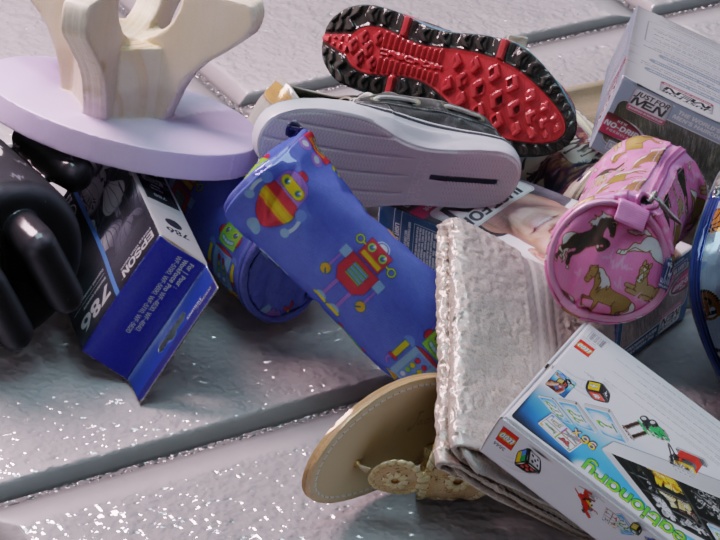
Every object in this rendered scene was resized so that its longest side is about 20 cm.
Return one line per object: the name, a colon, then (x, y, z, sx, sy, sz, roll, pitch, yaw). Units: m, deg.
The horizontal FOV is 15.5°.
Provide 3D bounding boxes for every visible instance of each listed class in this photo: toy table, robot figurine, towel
toy table: (-0.155, -0.148, 1.773, 0.199, 0.118, 0.184, 12, 24, 4)
robot figurine: (-0.264, -0.029, 1.749, 0.150, 0.125, 0.200, -1, 28, -38)
towel: (0.102, 0.064, 1.622, 0.132, 0.034, 0.200, 27, 42, -27)

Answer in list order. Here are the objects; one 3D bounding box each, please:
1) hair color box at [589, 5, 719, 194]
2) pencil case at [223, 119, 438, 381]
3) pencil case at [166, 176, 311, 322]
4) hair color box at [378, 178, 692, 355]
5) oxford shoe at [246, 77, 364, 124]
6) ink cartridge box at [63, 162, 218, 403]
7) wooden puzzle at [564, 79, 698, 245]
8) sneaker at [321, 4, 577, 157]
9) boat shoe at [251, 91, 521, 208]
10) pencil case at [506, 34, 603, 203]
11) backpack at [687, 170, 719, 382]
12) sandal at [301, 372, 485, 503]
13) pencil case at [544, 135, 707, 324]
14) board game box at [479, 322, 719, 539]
hair color box: (0.226, -0.122, 1.905, 0.099, 0.061, 0.200, 25, 21, 0)
pencil case: (0.000, 0.000, 1.689, 0.200, 0.078, 0.087, 46, -2, -1)
pencil case: (-0.091, -0.040, 1.824, 0.087, 0.078, 0.200, 21, 14, -40)
hair color box: (0.119, -0.008, 1.823, 0.200, 0.061, 0.100, 23, 36, 29)
oxford shoe: (0.010, -0.097, 1.922, 0.199, 0.058, 0.075, 13, 17, -29)
ink cartridge box: (-0.157, -0.008, 1.751, 0.039, 0.100, 0.200, 25, 18, -31)
wooden puzzle: (0.254, -0.086, 2.000, 0.184, 0.037, 0.200, -13, 39, -27)
sneaker: (0.076, -0.142, 1.906, 0.200, 0.080, 0.095, 27, 13, 21)
boat shoe: (0.012, -0.085, 1.795, 0.199, 0.072, 0.071, 10, 30, -28)
pencil case: (0.138, -0.093, 1.937, 0.078, 0.090, 0.200, 0, 30, -31)
backpack: (0.295, 0.011, 1.694, 0.154, 0.200, 0.191, -16, 28, 30)
sandal: (0.064, 0.105, 1.612, 0.070, 0.078, 0.211, 34, 35, 33)
pencil case: (0.171, -0.029, 1.680, 0.086, 0.083, 0.200, -12, 11, 15)
board game box: (0.181, 0.126, 1.554, 0.200, 0.035, 0.126, 38, 38, 9)
